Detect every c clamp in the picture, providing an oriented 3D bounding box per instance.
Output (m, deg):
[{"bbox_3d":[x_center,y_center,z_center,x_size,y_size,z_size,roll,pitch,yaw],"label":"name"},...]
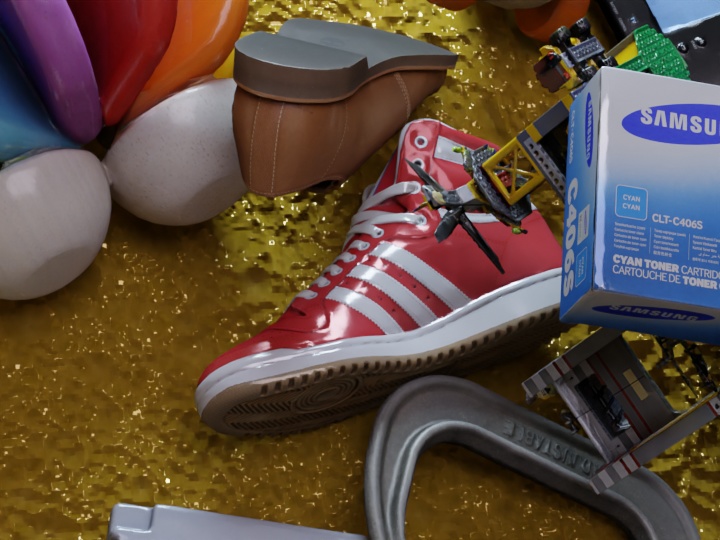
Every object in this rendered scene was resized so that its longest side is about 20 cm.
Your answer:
[{"bbox_3d":[0.081,0.138,0.957,0.199,0.027,0.172,31,53,-9],"label":"c clamp"}]

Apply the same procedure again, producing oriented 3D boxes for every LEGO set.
[{"bbox_3d":[0.114,0.001,0.969,0.200,0.116,0.154,51,33,-3],"label":"LEGO set"}]

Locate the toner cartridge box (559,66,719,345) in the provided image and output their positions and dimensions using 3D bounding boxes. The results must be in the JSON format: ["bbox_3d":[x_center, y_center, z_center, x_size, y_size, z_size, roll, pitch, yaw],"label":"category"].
[{"bbox_3d":[0.181,-0.015,0.879,0.198,0.043,0.096,8,69,-11],"label":"toner cartridge box"}]

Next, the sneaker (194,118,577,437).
[{"bbox_3d":[0.000,0.000,1.001,0.199,0.071,0.113,-16,72,-28],"label":"sneaker"}]

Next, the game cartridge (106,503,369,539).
[{"bbox_3d":[-0.052,0.201,0.909,0.132,0.041,0.202,8,62,-5],"label":"game cartridge"}]

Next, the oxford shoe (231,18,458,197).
[{"bbox_3d":[-0.011,-0.075,1.012,0.071,0.072,0.200,15,17,20],"label":"oxford shoe"}]

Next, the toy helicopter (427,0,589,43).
[{"bbox_3d":[0.082,-0.222,1.106,0.078,0.132,0.201,14,45,-30],"label":"toy helicopter"}]

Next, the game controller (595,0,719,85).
[{"bbox_3d":[0.160,-0.173,1.143,0.103,0.042,0.201,-16,68,-20],"label":"game controller"}]

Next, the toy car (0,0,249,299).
[{"bbox_3d":[-0.137,-0.101,0.976,0.199,0.150,0.176,-26,72,-23],"label":"toy car"}]
